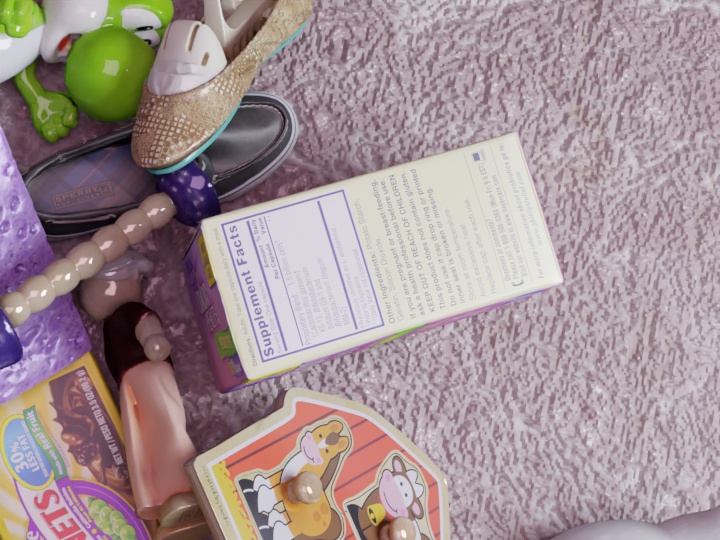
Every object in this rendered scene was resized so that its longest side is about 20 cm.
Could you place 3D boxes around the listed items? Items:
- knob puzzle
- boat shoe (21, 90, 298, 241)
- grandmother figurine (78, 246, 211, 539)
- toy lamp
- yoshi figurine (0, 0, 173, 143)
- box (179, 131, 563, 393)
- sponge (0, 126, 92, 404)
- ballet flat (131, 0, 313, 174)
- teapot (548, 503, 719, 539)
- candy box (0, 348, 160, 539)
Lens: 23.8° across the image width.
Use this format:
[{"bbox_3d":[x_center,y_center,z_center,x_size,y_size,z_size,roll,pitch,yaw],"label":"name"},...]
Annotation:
[{"bbox_3d":[0.000,0.163,1.064,0.219,0.030,0.221,23,56,-39],"label":"knob puzzle"},{"bbox_3d":[-0.131,-0.067,1.110,0.199,0.057,0.069,-21,88,-12],"label":"boat shoe"},{"bbox_3d":[-0.137,0.066,1.068,0.060,0.121,0.201,-9,62,-28],"label":"grandmother figurine"},{"bbox_3d":[-0.177,0.002,1.028,0.200,0.058,0.058,-35,91,-25],"label":"toy lamp"},{"bbox_3d":[-0.212,-0.133,1.085,0.199,0.112,0.113,-9,101,-13],"label":"yoshi figurine"},{"bbox_3d":[0.000,0.000,1.065,0.199,0.176,0.097,-16,86,-12],"label":"box"},{"bbox_3d":[-0.246,-0.013,1.031,0.111,0.030,0.201,-32,115,-30],"label":"sponge"},{"bbox_3d":[-0.095,-0.142,1.082,0.070,0.065,0.200,2,40,27],"label":"ballet flat"},{"bbox_3d":[0.177,0.256,1.085,0.197,0.146,0.201,-17,88,-11],"label":"teapot"},{"bbox_3d":[-0.178,0.162,1.093,0.102,0.026,0.201,-25,88,-9],"label":"candy box"}]
